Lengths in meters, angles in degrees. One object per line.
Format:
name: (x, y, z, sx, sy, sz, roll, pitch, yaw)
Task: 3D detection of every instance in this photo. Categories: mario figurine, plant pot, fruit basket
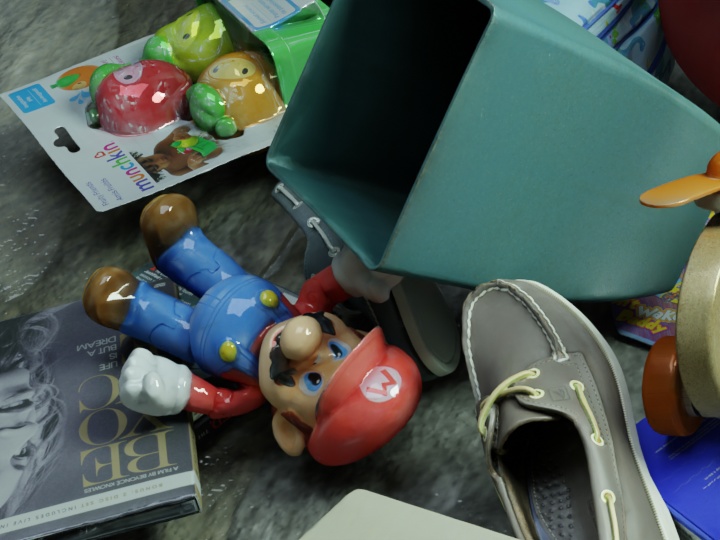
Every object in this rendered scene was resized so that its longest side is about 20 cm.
mario figurine: (-0.053, 0.025, 1.316, 0.199, 0.124, 0.106, 28, 19, 31)
plant pot: (0.086, -0.068, 1.319, 0.199, 0.142, 0.141, 15, 17, -33)
fruit basket: (-0.106, -0.116, 1.577, 0.199, 0.094, 0.185, -18, 33, -19)

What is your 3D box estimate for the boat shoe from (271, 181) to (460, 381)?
boat shoe: (0.000, 0.000, 1.410, 0.062, 0.073, 0.201, -34, 43, 10)

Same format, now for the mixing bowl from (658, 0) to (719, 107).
mixing bowl: (0.246, -0.153, 1.455, 0.199, 0.109, 0.201, 13, 48, -15)

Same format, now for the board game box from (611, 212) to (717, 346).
board game box: (0.227, -0.008, 1.349, 0.199, 0.039, 0.158, 20, 48, 41)

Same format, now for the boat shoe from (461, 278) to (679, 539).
boat shoe: (0.090, 0.081, 1.194, 0.072, 0.059, 0.201, -38, 54, 26)

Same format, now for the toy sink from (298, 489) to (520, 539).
toy sink: (-0.001, 0.205, 1.076, 0.130, 0.113, 0.200, 13, 39, 35)

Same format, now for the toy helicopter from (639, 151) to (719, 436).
toy helicopter: (0.188, -0.021, 1.204, 0.078, 0.133, 0.200, 2, 42, 31)

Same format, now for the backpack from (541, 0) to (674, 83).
backpack: (0.101, -0.128, 1.499, 0.199, 0.155, 0.163, -25, 33, -38)

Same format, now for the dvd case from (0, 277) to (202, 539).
dvd case: (-0.164, 0.080, 1.365, 0.148, 0.016, 0.201, -14, 35, 2)

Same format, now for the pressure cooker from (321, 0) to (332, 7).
pressure cooker: (0.001, -0.276, 1.678, 0.175, 0.201, 0.179, -24, 35, -13)

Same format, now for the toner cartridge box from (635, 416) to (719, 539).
toner cartridge box: (0.222, 0.067, 1.225, 0.199, 0.043, 0.095, -34, 39, -14)

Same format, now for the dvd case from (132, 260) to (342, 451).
dvd case: (-0.126, 0.062, 1.409, 0.200, 0.022, 0.145, -39, 40, -28)
